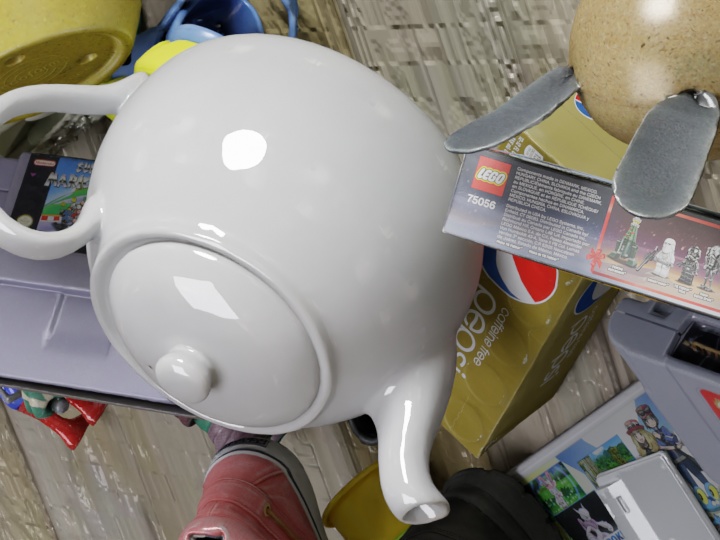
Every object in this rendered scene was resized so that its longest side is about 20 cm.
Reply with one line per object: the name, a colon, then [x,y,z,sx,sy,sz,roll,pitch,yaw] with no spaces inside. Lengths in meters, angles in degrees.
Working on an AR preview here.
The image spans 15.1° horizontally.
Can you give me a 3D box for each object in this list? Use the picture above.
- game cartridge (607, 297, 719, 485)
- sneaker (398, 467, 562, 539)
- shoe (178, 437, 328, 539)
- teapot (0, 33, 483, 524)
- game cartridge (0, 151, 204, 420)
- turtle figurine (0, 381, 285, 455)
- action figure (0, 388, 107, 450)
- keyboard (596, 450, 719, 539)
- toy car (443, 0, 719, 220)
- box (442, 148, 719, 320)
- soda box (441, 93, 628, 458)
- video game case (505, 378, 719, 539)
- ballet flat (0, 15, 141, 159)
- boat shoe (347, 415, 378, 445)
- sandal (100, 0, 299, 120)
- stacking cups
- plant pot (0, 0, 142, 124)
game cartridge: [0.210,0.079,1.172,0.200,0.041,0.133,19,162,43]
sneaker: [0.092,0.195,1.359,0.200,0.091,0.076,43,141,14]
shoe: [-0.036,0.192,1.414,0.071,0.091,0.201,-15,112,23]
teapot: [-0.052,0.000,1.216,0.199,0.146,0.198,4,131,33]
game cartridge: [-0.134,0.005,1.434,0.199,0.130,0.038,7,163,23]
turtle figurine: [-0.127,0.034,1.492,0.200,0.150,0.101,40,124,7]
action figure: [-0.230,0.012,1.646,0.200,0.099,0.065,34,141,-8]
keyboard: [0.182,0.177,1.312,0.056,0.011,0.200,-29,95,49]
toy car: [0.134,-0.072,1.044,0.164,0.200,0.158,17,129,40]
box: [0.141,-0.003,1.098,0.199,0.137,0.040,18,94,11]
soda box: [0.081,-0.001,1.275,0.068,0.064,0.200,43,143,15]
video game case: [0.152,0.156,1.355,0.183,0.022,0.200,52,145,3]
ballet flat: [-0.180,-0.093,1.496,0.072,0.072,0.200,50,143,7]
boat shoe: [-0.002,0.000,1.366,0.074,0.066,0.200,18,130,40]
sandal: [-0.079,-0.103,1.369,0.079,0.087,0.200,35,166,-15]
stacking cups: [0.064,0.186,1.426,0.200,0.060,0.061,48,144,19]
plant pot: [-0.180,-0.154,1.307,0.200,0.199,0.142,-41,68,54]
